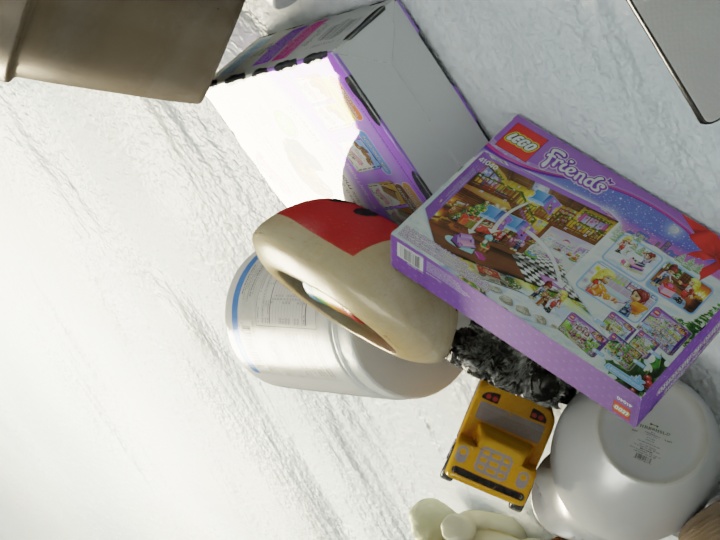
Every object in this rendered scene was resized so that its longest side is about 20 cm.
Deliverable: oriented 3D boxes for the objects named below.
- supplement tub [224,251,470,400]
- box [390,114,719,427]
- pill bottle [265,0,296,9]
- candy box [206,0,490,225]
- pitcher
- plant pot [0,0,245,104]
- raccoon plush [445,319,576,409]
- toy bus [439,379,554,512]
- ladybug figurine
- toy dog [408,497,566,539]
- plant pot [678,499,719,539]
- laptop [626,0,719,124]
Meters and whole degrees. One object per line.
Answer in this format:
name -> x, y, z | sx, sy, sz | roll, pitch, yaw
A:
supplement tub -> -0.011, 0.037, 1.435 | 0.200, 0.132, 0.132 | 0, 129, 56
box -> 0.138, -0.004, 1.138 | 0.200, 0.137, 0.039 | 34, 151, 24
pill bottle -> -0.101, -0.266, 1.145 | 0.200, 0.111, 0.111 | 43, 155, 7
candy box -> -0.005, -0.100, 1.292 | 0.168, 0.072, 0.200 | 55, 153, -19
pitcher -> 0.221, 0.155, 1.298 | 0.172, 0.121, 0.200 | 17, 158, 4
plant pot -> -0.173, -0.207, 1.266 | 0.173, 0.200, 0.200 | 22, 156, -7
raccoon plush -> 0.132, 0.022, 1.294 | 0.097, 0.134, 0.200 | 23, -178, 12
toy bus -> 0.108, 0.127, 1.338 | 0.065, 0.078, 0.200 | 24, -177, 5
ladybug figurine -> 0.000, 0.000, 1.243 | 0.200, 0.072, 0.136 | 27, 168, 49
toy dog -> 0.131, 0.301, 1.608 | 0.194, 0.140, 0.200 | 38, 157, -16
plant pot -> 0.286, 0.209, 1.224 | 0.201, 0.201, 0.093 | 98, 158, -59
laptop -> 0.210, -0.182, 0.799 | 0.187, 0.200, 0.116 | 55, -173, -18
